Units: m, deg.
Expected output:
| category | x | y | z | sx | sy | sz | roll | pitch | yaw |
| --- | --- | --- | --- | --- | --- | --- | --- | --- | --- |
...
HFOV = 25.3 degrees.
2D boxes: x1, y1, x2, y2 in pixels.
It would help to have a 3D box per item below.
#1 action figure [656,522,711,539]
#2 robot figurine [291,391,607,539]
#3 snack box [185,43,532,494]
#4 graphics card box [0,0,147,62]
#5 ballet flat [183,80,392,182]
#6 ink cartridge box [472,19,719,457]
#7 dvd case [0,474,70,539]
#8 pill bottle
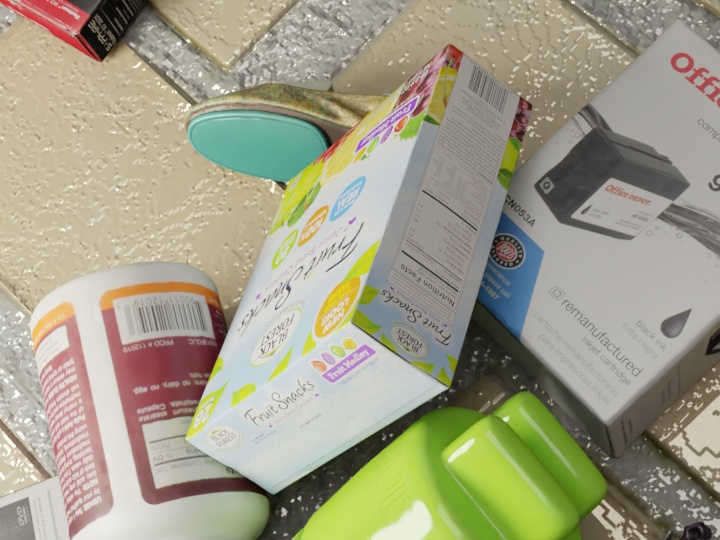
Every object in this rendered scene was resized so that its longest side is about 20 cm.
| category | x | y | z | sx | sy | sz | roll | pitch | yaw |
| --- | --- | --- | --- | --- | --- | --- | --- | --- | --- |
| action figure | 0.196 | 0.172 | 0.827 | 0.199 | 0.130 | 0.070 | 0 | 107 | -2 |
| robot figurine | 0.034 | 0.151 | 0.836 | 0.116 | 0.175 | 0.200 | 49 | 118 | 7 |
| snack box | 0.000 | 0.000 | 0.864 | 0.068 | 0.169 | 0.200 | 33 | 50 | -18 |
| graphics card box | -0.171 | -0.253 | 1.085 | 0.125 | 0.051 | 0.200 | 30 | 81 | 20 |
| ballet flat | -0.008 | -0.087 | 0.989 | 0.199 | 0.071 | 0.071 | 8 | 73 | 16 |
| ink cartridge box | 0.163 | -0.019 | 0.911 | 0.200 | 0.084 | 0.145 | -43 | 68 | -5 |
| dvd case | -0.240 | 0.221 | 0.929 | 0.199 | 0.025 | 0.151 | -22 | 65 | 13 |
| pill bottle | -0.115 | 0.107 | 0.911 | 0.114 | 0.114 | 0.201 | -17 | 69 | 6 |
